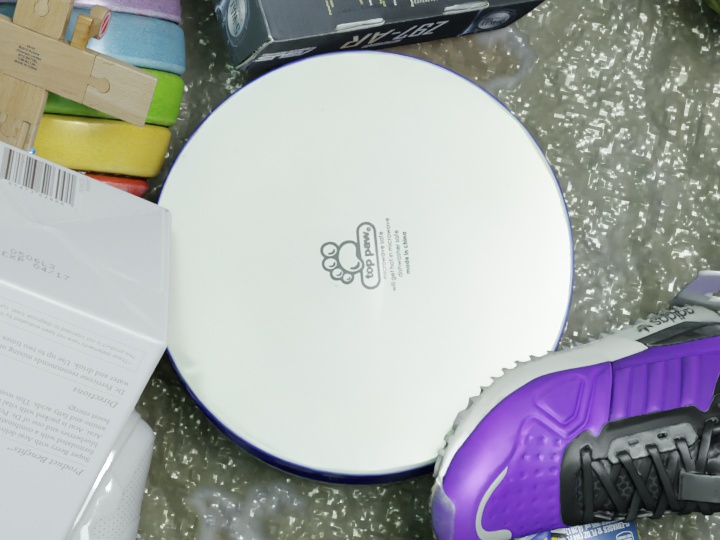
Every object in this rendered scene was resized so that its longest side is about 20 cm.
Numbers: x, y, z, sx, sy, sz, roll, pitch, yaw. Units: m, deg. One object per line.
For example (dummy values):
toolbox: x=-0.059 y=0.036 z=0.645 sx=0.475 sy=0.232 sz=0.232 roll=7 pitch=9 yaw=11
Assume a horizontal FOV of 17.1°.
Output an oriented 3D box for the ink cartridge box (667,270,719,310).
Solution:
ink cartridge box: x=0.250 y=-0.013 z=1.107 sx=0.199 sy=0.116 sz=0.068 roll=4 pitch=81 yaw=0

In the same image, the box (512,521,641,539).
box: x=0.032 y=0.162 z=1.083 sx=0.199 sy=0.070 sz=0.064 roll=-13 pitch=82 yaw=-17

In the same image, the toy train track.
toy train track: x=-0.154 y=-0.059 z=1.061 sx=0.114 sy=0.033 sz=0.201 roll=21 pitch=110 yaw=5

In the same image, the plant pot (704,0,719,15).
plant pot: x=0.218 y=-0.210 z=1.111 sx=0.184 sy=0.200 sz=0.201 roll=-34 pitch=83 yaw=6

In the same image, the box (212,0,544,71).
box: x=-0.012 y=-0.204 z=1.135 sx=0.160 sy=0.044 sz=0.201 roll=-13 pitch=82 yaw=-31

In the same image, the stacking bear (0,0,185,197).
stacking bear: x=-0.142 y=-0.068 z=1.123 sx=0.113 sy=0.121 sz=0.201 roll=5 pitch=91 yaw=8

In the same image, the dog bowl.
dog bowl: x=0.000 y=0.000 z=1.122 sx=0.199 sy=0.079 sz=0.201 roll=0 pitch=83 yaw=-1

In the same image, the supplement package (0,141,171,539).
supplement package: x=-0.175 y=0.059 z=1.022 sx=0.121 sy=0.120 sz=0.200 roll=22 pitch=115 yaw=-16

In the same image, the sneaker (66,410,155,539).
sneaker: x=-0.110 y=0.170 z=1.107 sx=0.115 sy=0.074 sz=0.201 roll=23 pitch=92 yaw=1

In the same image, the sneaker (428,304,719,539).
sneaker: x=0.125 y=0.079 z=1.062 sx=0.200 sy=0.070 sz=0.099 roll=-25 pitch=40 yaw=-33
